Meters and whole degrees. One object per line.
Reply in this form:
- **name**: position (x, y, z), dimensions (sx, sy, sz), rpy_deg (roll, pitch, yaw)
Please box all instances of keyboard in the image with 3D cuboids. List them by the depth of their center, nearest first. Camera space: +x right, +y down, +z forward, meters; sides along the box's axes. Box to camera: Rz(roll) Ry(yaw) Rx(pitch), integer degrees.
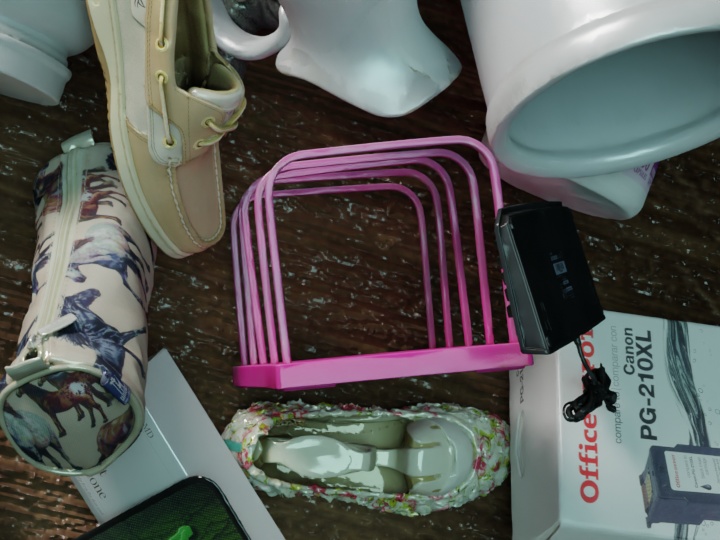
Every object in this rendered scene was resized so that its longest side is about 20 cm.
- **keyboard**: position (0.110, 0.025, 0.864), dimensions (0.020, 0.200, 0.129), rpy_deg (-18, 88, 18)

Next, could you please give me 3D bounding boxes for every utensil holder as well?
- **utensil holder**: position (0.128, -0.177, 0.852), dimensions (0.168, 0.170, 0.202), rpy_deg (-10, 72, -11)

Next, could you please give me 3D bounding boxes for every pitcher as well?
- **pitcher**: position (-0.035, -0.196, 0.844), dimensions (0.121, 0.170, 0.202), rpy_deg (-48, 138, -42)

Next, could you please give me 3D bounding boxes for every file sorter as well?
- **file sorter**: position (0.000, 0.000, 0.910), dimensions (0.137, 0.200, 0.127), rpy_deg (-5, 87, -11)

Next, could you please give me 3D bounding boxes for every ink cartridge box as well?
- **ink cartridge box**: position (0.199, 0.113, 0.983), dimensions (0.197, 0.085, 0.147), rpy_deg (8, 63, -11)

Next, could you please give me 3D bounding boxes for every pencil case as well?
- **pencil case**: position (-0.156, 0.012, 0.888), dimensions (0.077, 0.201, 0.090), rpy_deg (-7, 134, 4)

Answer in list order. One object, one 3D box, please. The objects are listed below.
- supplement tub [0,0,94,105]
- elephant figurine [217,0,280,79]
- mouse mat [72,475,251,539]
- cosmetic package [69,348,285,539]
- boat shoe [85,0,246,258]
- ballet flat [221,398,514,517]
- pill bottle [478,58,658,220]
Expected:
- **supplement tub**: position (-0.199, -0.210, 0.896), dimensions (0.143, 0.145, 0.203), rpy_deg (18, 86, -11)
- **elephant figurine**: position (-0.023, -0.210, 0.955), dimensions (0.141, 0.154, 0.203), rpy_deg (-21, 106, -44)
- **mouse mat**: position (-0.129, 0.227, 0.930), dimensions (0.199, 0.008, 0.162), rpy_deg (-29, 96, 17)
- **cosmetic package**: position (-0.102, 0.155, 0.941), dimensions (0.082, 0.051, 0.201), rpy_deg (-29, 96, 28)
- **boat shoe**: position (-0.099, -0.098, 0.876), dimensions (0.068, 0.074, 0.202), rpy_deg (0, 120, 20)
- **ballet flat**: position (0.010, 0.118, 0.978), dimensions (0.197, 0.064, 0.077), rpy_deg (0, 89, -12)
- **pill bottle**: position (0.157, -0.143, 0.986), dimensions (0.111, 0.112, 0.202), rpy_deg (21, 86, -10)
